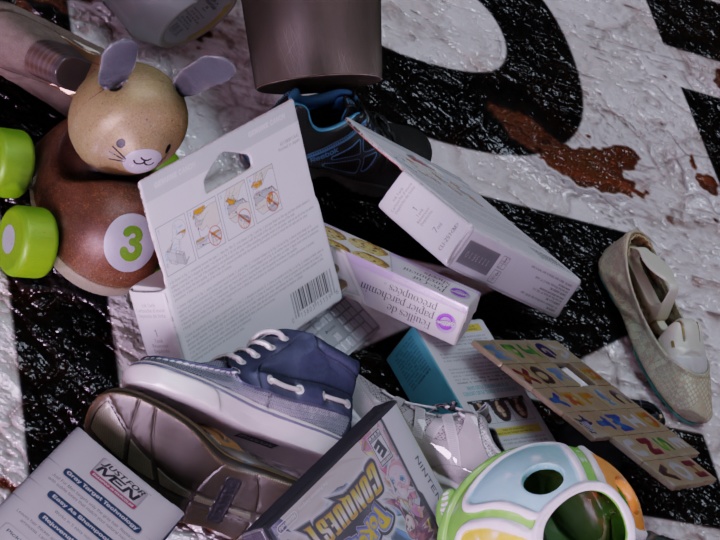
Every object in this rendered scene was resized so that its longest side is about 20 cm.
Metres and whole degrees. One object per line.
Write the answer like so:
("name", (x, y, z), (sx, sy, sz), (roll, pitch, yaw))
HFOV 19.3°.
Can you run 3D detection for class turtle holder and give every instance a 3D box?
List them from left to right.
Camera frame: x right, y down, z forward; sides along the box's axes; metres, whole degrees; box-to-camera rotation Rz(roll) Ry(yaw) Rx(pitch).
("turtle holder", (0.120, 0.197, 1.526), (0.184, 0.132, 0.142), (-6, 84, -19))

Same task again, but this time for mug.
("mug", (-0.169, -0.289, 1.888), (0.186, 0.149, 0.154), (-22, 73, -41))

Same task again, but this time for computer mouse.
("computer mouse", (0.221, 0.133, 1.805), (0.059, 0.034, 0.200), (45, 24, 14))

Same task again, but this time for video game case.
("video game case", (0.014, 0.217, 1.533), (0.200, 0.025, 0.181), (-40, 105, -52))

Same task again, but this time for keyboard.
("keyboard", (-0.050, 0.067, 1.711), (0.056, 0.011, 0.200), (42, 38, 7))

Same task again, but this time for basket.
("basket", (-0.045, -0.260, 1.837), (0.180, 0.135, 0.201), (4, 81, -68))

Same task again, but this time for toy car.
("toy car", (-0.177, -0.095, 1.624), (0.163, 0.200, 0.158), (5, 47, -34))

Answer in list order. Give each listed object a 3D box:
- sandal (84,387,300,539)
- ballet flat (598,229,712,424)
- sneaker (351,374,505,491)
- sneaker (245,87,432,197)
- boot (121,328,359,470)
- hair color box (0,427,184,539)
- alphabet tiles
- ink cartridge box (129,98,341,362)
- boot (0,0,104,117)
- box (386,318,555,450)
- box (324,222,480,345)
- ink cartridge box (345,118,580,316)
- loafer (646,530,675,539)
("sandal", (-0.110, 0.142, 1.534), (0.199, 0.082, 0.055), (23, 22, -16))
("ballet flat", (0.277, 0.047, 1.946), (0.067, 0.062, 0.201), (0, 51, -38))
("sneaker", (0.067, 0.132, 1.651), (0.199, 0.082, 0.075), (34, 0, 10))
("sneaker", (-0.005, -0.116, 1.879), (0.199, 0.082, 0.073), (-1, 48, -41))
("boot", (-0.087, 0.080, 1.575), (0.199, 0.073, 0.091), (26, 63, -36))
("hair color box", (-0.211, 0.201, 1.403), (0.100, 0.061, 0.200), (39, 38, 2))
("alphabet tiles", (0.201, 0.117, 1.757), (0.200, 0.008, 0.167), (38, 16, 25))
("ink cartridge box", (-0.103, -0.019, 1.642), (0.200, 0.043, 0.175), (-33, 115, -48))
("boot", (-0.257, -0.172, 1.746), (0.146, 0.070, 0.200), (29, -4, 29))
("box", (0.106, 0.134, 1.732), (0.082, 0.049, 0.201), (-3, 53, -40))
("box", (0.000, 0.000, 1.749), (0.199, 0.039, 0.041), (25, 25, 11))
("ink cartridge box", (0.080, -0.045, 1.839), (0.173, 0.044, 0.200), (41, 10, 35))
("loafer", (0.194, 0.258, 1.667), (0.063, 0.072, 0.199), (34, 34, 33))
